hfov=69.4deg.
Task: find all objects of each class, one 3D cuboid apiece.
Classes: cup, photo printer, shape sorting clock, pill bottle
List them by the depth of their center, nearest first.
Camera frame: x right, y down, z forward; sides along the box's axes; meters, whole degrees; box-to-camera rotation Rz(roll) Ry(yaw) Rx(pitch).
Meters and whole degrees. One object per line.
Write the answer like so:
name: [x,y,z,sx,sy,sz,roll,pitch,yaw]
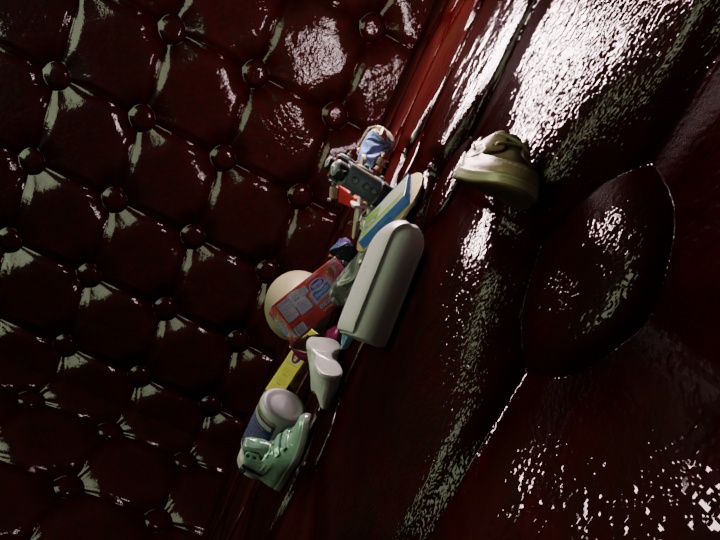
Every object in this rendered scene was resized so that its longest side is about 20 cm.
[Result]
photo printer: [0.033,0.017,0.839,0.166,0.068,0.204,161,132,-79]
shape sorting clock: [0.061,-0.116,1.059,0.200,0.039,0.201,-47,13,14]
pill bottle: [-0.217,0.392,1.237,0.116,0.114,0.202,-85,21,-66]
cup: [-0.177,0.110,1.428,0.143,0.197,0.204,-95,30,-84]

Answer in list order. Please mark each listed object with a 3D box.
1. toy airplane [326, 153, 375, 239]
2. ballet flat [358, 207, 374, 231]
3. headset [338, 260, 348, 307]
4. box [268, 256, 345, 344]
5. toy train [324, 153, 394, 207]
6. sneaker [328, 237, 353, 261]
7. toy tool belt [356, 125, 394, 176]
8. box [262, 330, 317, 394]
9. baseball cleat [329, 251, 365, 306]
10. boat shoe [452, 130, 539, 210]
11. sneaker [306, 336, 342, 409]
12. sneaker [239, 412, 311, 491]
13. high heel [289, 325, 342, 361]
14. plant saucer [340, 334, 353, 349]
toy airplane: [-0.002,-0.224,1.592,0.200,0.139,0.203,-40,64,53]
ballet flat: [0.025,-0.106,1.249,0.200,0.063,0.068,-95,31,-73]
headset: [-0.053,0.031,1.425,0.125,0.092,0.200,-64,24,11]
box: [-0.112,0.072,1.244,0.199,0.100,0.095,-39,-2,-24]
toy train: [0.006,-0.209,1.245,0.086,0.198,0.114,-58,24,8]
sneaker: [-0.058,-0.072,1.664,0.080,0.074,0.200,-64,9,-10]
toy tool belt: [0.038,-0.381,1.734,0.123,0.123,0.203,-64,0,-74]
box: [-0.169,0.250,1.340,0.202,0.049,0.076,-57,-17,-21]
baseball cleat: [0.000,0.000,1.156,0.200,0.069,0.107,-45,14,42]
boat shoe: [0.137,-0.110,0.527,0.200,0.070,0.066,-95,29,-75]
sneaker: [-0.080,0.204,1.057,0.200,0.073,0.091,-108,28,-72]
sneaker: [-0.181,0.364,1.079,0.203,0.116,0.074,-62,8,20]
high heel: [-0.105,0.167,1.209,0.201,0.095,0.068,124,168,-50]
plant saucer: [0.009,0.066,1.037,0.070,0.019,0.203,-86,20,-66]
